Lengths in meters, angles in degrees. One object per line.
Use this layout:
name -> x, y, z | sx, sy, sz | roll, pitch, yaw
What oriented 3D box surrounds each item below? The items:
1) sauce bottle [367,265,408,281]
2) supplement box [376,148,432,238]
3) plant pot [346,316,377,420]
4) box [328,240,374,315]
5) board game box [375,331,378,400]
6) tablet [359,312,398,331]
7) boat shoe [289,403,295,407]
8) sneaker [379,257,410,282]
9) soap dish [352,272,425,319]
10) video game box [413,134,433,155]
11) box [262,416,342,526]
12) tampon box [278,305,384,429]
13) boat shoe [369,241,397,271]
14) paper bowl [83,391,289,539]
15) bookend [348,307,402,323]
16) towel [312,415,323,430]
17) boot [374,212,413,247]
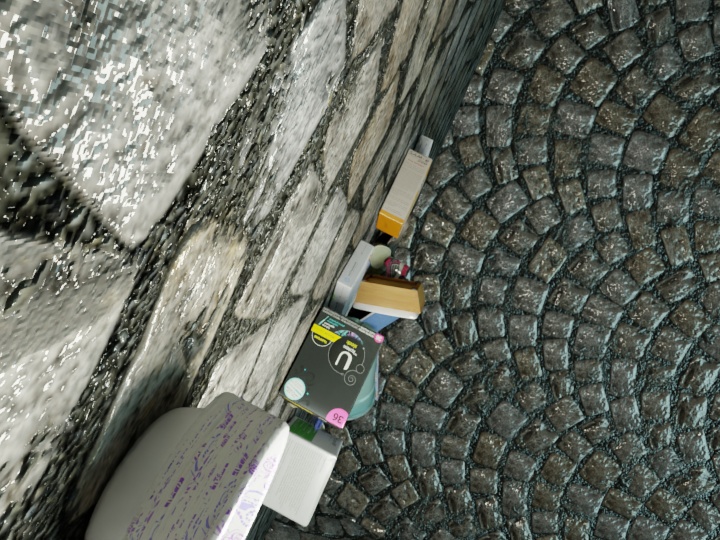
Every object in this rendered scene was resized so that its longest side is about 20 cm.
sauce bottle -> 0.099, 0.032, 1.795 | 0.066, 0.197, 0.067 | 25, 91, -87
supplement box -> 0.118, -0.206, 1.554 | 0.126, 0.072, 0.203 | 98, 17, -76
plant pot -> -0.040, 0.242, 1.476 | 0.201, 0.196, 0.199 | -59, 164, -50
box -> -0.033, 0.052, 1.376 | 0.157, 0.040, 0.202 | -61, 174, -45
board game box -> -0.020, 0.271, 1.686 | 0.197, 0.061, 0.204 | -8, -120, 42
tablet -> 0.014, 0.174, 1.748 | 0.198, 0.014, 0.129 | -34, 149, 22
boat shoe -> -0.113, 0.250, 1.335 | 0.072, 0.064, 0.203 | -55, 169, -63
sneaker -> 0.080, 0.045, 1.715 | 0.202, 0.074, 0.081 | -63, 173, 35
soap dish -> 0.080, 0.067, 1.587 | 0.157, 0.195, 0.083 | -36, 134, -75
video game box -> 0.155, -0.286, 1.741 | 0.200, 0.046, 0.185 | 92, 21, -78
box -> -0.166, 0.540, 1.564 | 0.203, 0.168, 0.199 | -64, 175, -2
tampon box -> -0.060, 0.207, 1.203 | 0.127, 0.147, 0.203 | 102, 14, -73
boat shoe -> 0.058, -0.051, 1.696 | 0.074, 0.066, 0.199 | -43, 156, 11
paper bowl -> -0.147, 0.199, 0.475 | 0.204, 0.103, 0.201 | -64, 175, -9
bookend -> 0.062, 0.120, 1.833 | 0.093, 0.197, 0.201 | 107, 9, -59
towel -> -0.107, 0.340, 1.641 | 0.147, 0.023, 0.201 | -63, -160, 19
boot -> 0.087, -0.108, 1.800 | 0.146, 0.070, 0.201 | -42, 173, -47
